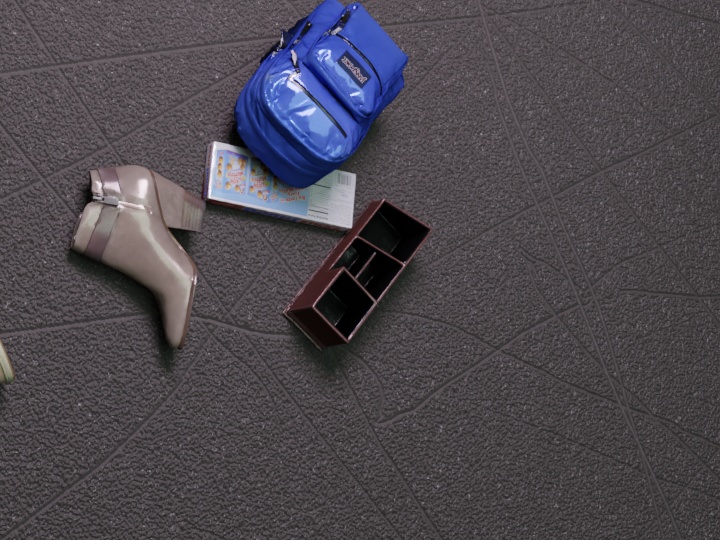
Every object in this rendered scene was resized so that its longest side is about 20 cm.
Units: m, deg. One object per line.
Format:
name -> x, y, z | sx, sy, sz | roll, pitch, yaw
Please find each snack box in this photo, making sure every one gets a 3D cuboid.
snack box -> -0.098, -0.103, 1.568 | 0.198, 0.024, 0.073 | 11, 77, -27

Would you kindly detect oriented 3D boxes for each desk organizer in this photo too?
desk organizer -> 0.000, 0.000, 1.578 | 0.072, 0.077, 0.201 | 45, 65, -16

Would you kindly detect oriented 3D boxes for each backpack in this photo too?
backpack -> -0.051, -0.216, 1.524 | 0.162, 0.168, 0.201 | 43, 57, -8

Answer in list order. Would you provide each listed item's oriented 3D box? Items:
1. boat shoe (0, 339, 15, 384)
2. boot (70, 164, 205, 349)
boat shoe -> -0.440, 0.044, 1.338 | 0.065, 0.072, 0.201 | -36, 98, -19
boot -> -0.259, -0.019, 1.451 | 0.144, 0.070, 0.203 | 10, 77, -21
